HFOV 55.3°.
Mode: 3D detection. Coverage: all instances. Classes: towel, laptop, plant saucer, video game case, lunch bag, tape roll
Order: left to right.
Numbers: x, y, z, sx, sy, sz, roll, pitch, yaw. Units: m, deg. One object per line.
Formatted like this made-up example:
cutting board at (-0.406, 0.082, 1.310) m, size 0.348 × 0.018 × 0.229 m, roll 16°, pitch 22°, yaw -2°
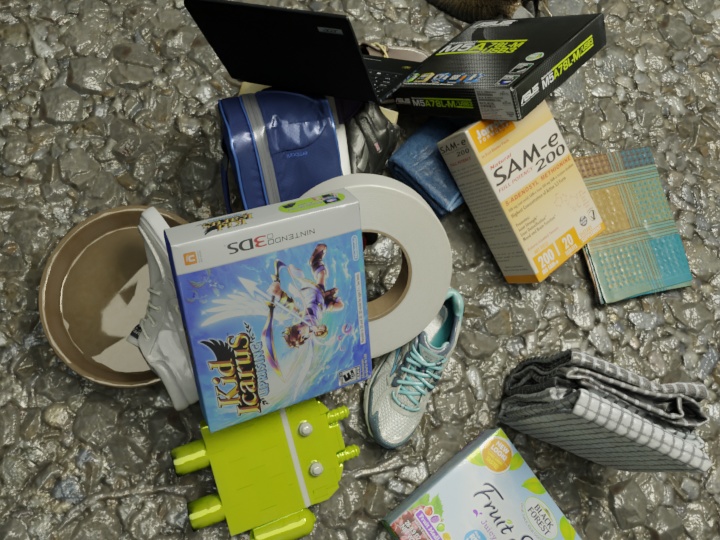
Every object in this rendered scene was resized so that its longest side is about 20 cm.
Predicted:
plant saucer at (-0.250, 0.028, 0.761) m, size 0.195 × 0.030 × 0.205 m, roll 2°, pitch 75°, yaw -9°
video game case at (-0.081, 0.039, 0.667) m, size 0.178 × 0.045 × 0.204 m, roll -15°, pitch 118°, yaw -19°
lunch bag at (-0.091, -0.099, 0.773) m, size 0.129 × 0.203 × 0.137 m, roll -13°, pitch 34°, yaw -7°
laptop at (-0.047, -0.237, 0.698) m, size 0.174 × 0.105 × 0.200 m, roll 15°, pitch 37°, yaw 20°
tape roll at (0.000, 0.000, 0.733) m, size 0.198 × 0.037 × 0.207 m, roll -4°, pitch 116°, yaw -9°
towel at (0.135, -0.165, 0.897) m, size 0.200 × 0.049 × 0.112 m, roll -43°, pitch 84°, yaw -16°
towel at (0.259, 0.150, 0.753) m, size 0.163 × 0.200 × 0.087 m, roll 23°, pitch 71°, yaw -3°
towel at (0.353, -0.063, 0.920) m, size 0.143 × 0.022 × 0.204 m, roll -9°, pitch 75°, yaw -12°

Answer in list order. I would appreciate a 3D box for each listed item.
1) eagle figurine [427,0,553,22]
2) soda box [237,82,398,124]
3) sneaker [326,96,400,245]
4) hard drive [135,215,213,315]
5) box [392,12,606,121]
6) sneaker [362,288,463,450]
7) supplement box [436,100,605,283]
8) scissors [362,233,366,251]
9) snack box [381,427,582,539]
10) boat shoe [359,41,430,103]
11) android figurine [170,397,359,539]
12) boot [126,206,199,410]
eagle figurine at (0.172, -0.405, 0.923) m, size 0.196 × 0.154 × 0.152 m, roll 10°, pitch 36°, yaw -23°
soda box at (-0.056, -0.185, 0.865) m, size 0.196 × 0.064 × 0.069 m, roll 17°, pitch 73°, yaw -4°
sneaker at (0.011, -0.133, 0.798) m, size 0.086 × 0.076 × 0.205 m, roll -13°, pitch 101°, yaw -4°
hard drive at (-0.139, 0.052, 0.804) m, size 0.199 × 0.033 × 0.141 m, roll 37°, pitch 73°, yaw 2°
box at (0.166, -0.252, 0.844) m, size 0.193 × 0.198 × 0.048 m, roll -43°, pitch 127°, yaw -25°
sneaker at (0.062, 0.105, 0.791) m, size 0.076 × 0.086 × 0.203 m, roll 24°, pitch 73°, yaw -5°
supplement box at (0.199, -0.103, 0.844) m, size 0.125 × 0.073 × 0.202 m, roll -34°, pitch 101°, yaw -19°
scissors at (-0.083, -0.018, 0.740) m, size 0.196 × 0.074 × 0.014 m, roll -20°, pitch 38°, yaw -2°
snack box at (0.147, 0.309, 0.762) m, size 0.167 × 0.068 × 0.202 m, roll -34°, pitch 84°, yaw -15°
boat shoe at (0.006, -0.263, 0.896) m, size 0.195 × 0.060 × 0.073 m, roll -7°, pitch 74°, yaw -11°
android figurine at (-0.098, 0.206, 0.748) m, size 0.196 × 0.041 × 0.186 m, roll -15°, pitch 96°, yaw -12°
boot at (-0.202, 0.041, 0.708) m, size 0.094 × 0.074 × 0.203 m, roll -29°, pitch 87°, yaw -15°
